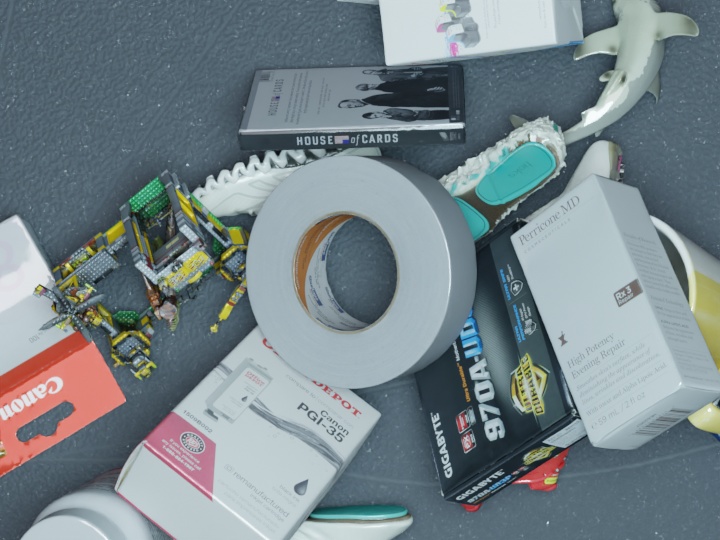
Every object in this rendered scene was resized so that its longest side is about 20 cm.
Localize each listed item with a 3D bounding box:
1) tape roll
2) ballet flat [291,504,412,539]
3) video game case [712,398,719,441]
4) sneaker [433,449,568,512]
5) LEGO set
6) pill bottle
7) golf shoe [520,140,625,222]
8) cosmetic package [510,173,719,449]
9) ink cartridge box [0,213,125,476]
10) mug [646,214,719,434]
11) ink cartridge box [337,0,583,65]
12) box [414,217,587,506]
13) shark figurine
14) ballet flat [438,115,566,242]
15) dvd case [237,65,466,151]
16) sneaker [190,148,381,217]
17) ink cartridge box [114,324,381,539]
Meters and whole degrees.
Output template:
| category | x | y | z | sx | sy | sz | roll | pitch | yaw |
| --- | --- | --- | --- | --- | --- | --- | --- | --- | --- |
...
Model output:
| category | x | y | z | sx | sy | sz | roll | pitch | yaw |
| --- | --- | --- | --- | --- | --- | --- | --- | --- | --- |
| tape roll | 0.000 | 0.000 | 1.349 | 0.199 | 0.066 | 0.202 | 2 | 94 | 26 |
| ballet flat | -0.049 | 0.245 | 1.406 | 0.198 | 0.069 | 0.070 | 0 | 85 | 11 |
| video game case | 0.428 | 0.130 | 1.393 | 0.181 | 0.045 | 0.200 | -44 | 84 | 1 |
| sneaker | 0.167 | 0.156 | 1.400 | 0.199 | 0.077 | 0.085 | -28 | 89 | 11 |
| LEGO set | -0.180 | 0.019 | 1.369 | 0.199 | 0.116 | 0.154 | -31 | 126 | 3 |
| pill bottle | -0.225 | 0.241 | 1.341 | 0.112 | 0.200 | 0.114 | 0 | 92 | 8 |
| golf shoe | 0.177 | -0.033 | 1.408 | 0.092 | 0.073 | 0.201 | 23 | 87 | 7 |
| cosmetic package | 0.207 | 0.033 | 1.251 | 0.102 | 0.074 | 0.201 | -39 | 58 | 32 |
| ink cartridge box | -0.338 | 0.074 | 1.445 | 0.162 | 0.057 | 0.201 | -31 | 80 | 0 |
| mug | 0.266 | 0.055 | 1.345 | 0.149 | 0.153 | 0.188 | -11 | 73 | 41 |
| ink cartridge box | 0.091 | -0.225 | 1.390 | 0.199 | 0.115 | 0.068 | -4 | 96 | 21 |
| box | 0.119 | 0.080 | 1.336 | 0.159 | 0.046 | 0.201 | -38 | 49 | 34 |
| shark figurine | 0.241 | -0.166 | 1.417 | 0.128 | 0.089 | 0.215 | 24 | 77 | 38 |
| ballet flat | 0.112 | -0.075 | 1.407 | 0.199 | 0.072 | 0.072 | -33 | 83 | 33 |
| dvd case | -0.004 | -0.149 | 1.396 | 0.198 | 0.151 | 0.025 | -2 | 118 | 4 |
| sneaker | -0.071 | -0.077 | 1.431 | 0.199 | 0.075 | 0.082 | -21 | 94 | 3 |
| ink cartridge box | -0.095 | 0.158 | 1.344 | 0.146 | 0.200 | 0.083 | 37 | 131 | 5 |
